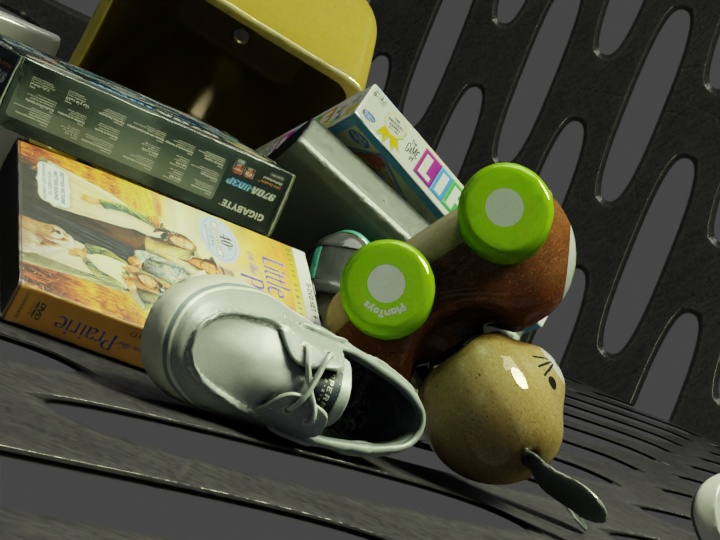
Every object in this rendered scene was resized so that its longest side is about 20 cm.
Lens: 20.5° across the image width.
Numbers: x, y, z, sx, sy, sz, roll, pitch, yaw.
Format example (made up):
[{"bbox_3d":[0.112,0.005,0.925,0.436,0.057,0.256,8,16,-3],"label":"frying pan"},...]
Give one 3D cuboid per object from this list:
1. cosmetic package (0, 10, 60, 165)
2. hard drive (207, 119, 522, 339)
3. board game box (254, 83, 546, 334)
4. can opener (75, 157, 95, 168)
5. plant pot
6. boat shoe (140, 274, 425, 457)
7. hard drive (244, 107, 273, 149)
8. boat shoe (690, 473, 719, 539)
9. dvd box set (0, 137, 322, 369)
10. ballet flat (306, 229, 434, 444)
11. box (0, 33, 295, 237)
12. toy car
[{"bbox_3d":[-0.378,-0.156,1.597,0.199,0.166,0.165,21,3,-30],"label":"cosmetic package"},{"bbox_3d":[0.000,0.000,1.353,0.200,0.033,0.139,42,-40,-10],"label":"hard drive"},{"bbox_3d":[0.024,-0.023,1.378,0.134,0.034,0.200,-23,-65,45],"label":"board game box"},{"bbox_3d":[-0.205,-0.036,1.408,0.066,0.054,0.200,-7,-14,-8],"label":"can opener"},{"bbox_3d":[-0.100,-0.161,1.506,0.193,0.196,0.200,31,34,-6],"label":"plant pot"},{"bbox_3d":[-0.032,0.054,1.047,0.071,0.071,0.200,16,-6,37],"label":"boat shoe"},{"bbox_3d":[-0.111,-0.066,1.683,0.140,0.033,0.200,58,-25,22],"label":"hard drive"},{"bbox_3d":[0.265,0.178,1.351,0.069,0.071,0.199,-11,-16,36],"label":"boat shoe"},{"bbox_3d":[-0.114,0.007,1.154,0.199,0.029,0.147,22,30,-24],"label":"dvd box set"},{"bbox_3d":[0.024,0.066,1.306,0.200,0.073,0.073,52,-9,-19],"label":"ballet flat"},{"bbox_3d":[-0.158,-0.093,1.262,0.199,0.046,0.159,22,5,-30],"label":"box"},{"bbox_3d":[0.089,0.062,1.170,0.201,0.157,0.164,57,-3,9],"label":"toy car"}]
